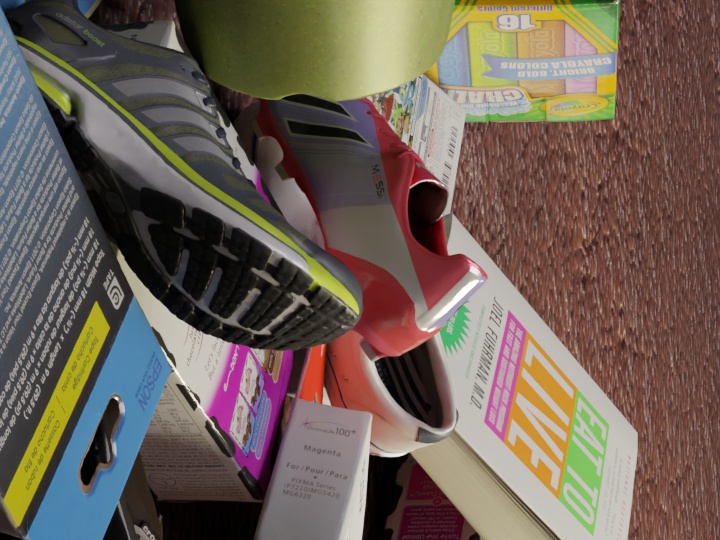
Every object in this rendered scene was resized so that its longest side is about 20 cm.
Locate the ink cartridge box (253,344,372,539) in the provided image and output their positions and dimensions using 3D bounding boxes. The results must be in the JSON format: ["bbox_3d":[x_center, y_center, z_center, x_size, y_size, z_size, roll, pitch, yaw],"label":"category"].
[{"bbox_3d":[-0.019,0.131,1.409,0.200,0.043,0.174,95,9,-49],"label":"ink cartridge box"}]

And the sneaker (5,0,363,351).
[{"bbox_3d":[-0.075,-0.045,1.162,0.200,0.074,0.081,39,50,-9],"label":"sneaker"}]

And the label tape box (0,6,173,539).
[{"bbox_3d":[-0.153,0.013,1.089,0.144,0.063,0.200,-70,147,-47],"label":"label tape box"}]

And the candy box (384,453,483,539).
[{"bbox_3d":[0.063,0.173,1.674,0.137,0.061,0.200,65,29,-45],"label":"candy box"}]

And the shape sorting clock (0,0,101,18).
[{"bbox_3d":[-0.143,-0.196,1.193,0.200,0.039,0.201,-3,90,-71],"label":"shape sorting clock"}]

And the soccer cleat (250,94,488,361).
[{"bbox_3d":[0.003,-0.046,1.367,0.067,0.076,0.200,41,23,-47],"label":"soccer cleat"}]

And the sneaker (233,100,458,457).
[{"bbox_3d":[0.000,0.000,1.453,0.073,0.071,0.201,-33,103,-36],"label":"sneaker"}]

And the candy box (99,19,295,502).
[{"bbox_3d":[-0.090,0.000,1.286,0.200,0.061,0.137,63,32,-51],"label":"candy box"}]

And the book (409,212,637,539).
[{"bbox_3d":[0.084,0.082,1.609,0.200,0.048,0.134,48,40,-30],"label":"book"}]

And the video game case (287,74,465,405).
[{"bbox_3d":[0.009,-0.016,1.582,0.182,0.022,0.201,30,69,-69],"label":"video game case"}]

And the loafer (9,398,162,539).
[{"bbox_3d":[-0.106,0.130,1.202,0.071,0.073,0.201,-24,110,-67],"label":"loafer"}]

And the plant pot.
[{"bbox_3d":[-0.023,-0.183,1.248,0.200,0.199,0.191,-62,157,-55],"label":"plant pot"}]

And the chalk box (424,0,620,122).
[{"bbox_3d":[0.094,-0.165,1.687,0.200,0.123,0.125,79,11,-68],"label":"chalk box"}]
